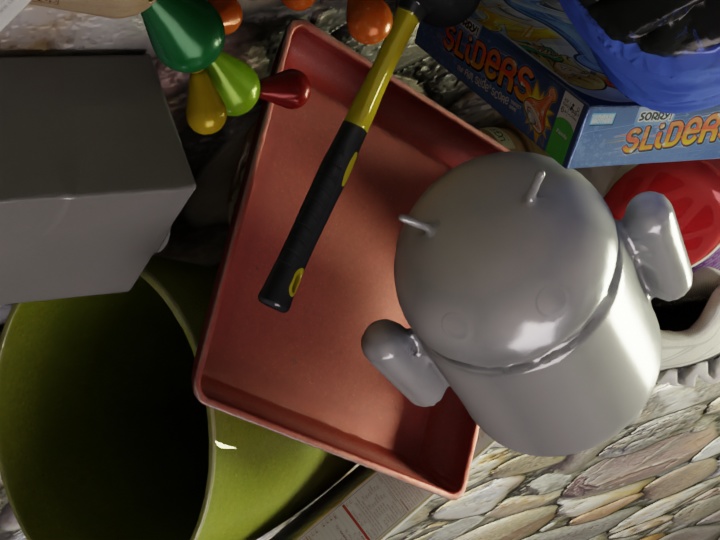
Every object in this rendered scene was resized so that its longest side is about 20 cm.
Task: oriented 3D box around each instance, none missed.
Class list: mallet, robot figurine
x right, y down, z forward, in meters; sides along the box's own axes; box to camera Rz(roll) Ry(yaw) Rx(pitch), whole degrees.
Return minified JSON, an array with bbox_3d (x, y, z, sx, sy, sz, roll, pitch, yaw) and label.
[{"bbox_3d":[0.004,-0.073,0.742,0.202,0.041,0.066,-67,158,2],"label":"mallet"},{"bbox_3d":[0.085,0.018,0.781,0.168,0.114,0.200,-27,141,6],"label":"robot figurine"}]

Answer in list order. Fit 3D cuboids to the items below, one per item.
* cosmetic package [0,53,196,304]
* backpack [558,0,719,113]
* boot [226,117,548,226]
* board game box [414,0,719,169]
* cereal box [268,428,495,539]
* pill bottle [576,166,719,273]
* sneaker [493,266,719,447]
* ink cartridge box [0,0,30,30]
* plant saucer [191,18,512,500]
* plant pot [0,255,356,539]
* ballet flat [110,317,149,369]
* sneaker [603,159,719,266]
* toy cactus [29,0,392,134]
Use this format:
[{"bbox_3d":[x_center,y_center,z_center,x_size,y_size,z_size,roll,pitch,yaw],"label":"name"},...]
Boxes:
[{"bbox_3d":[-0.189,-0.039,0.725,0.198,0.091,0.107,-8,154,-36],"label":"cosmetic package"},{"bbox_3d":[0.180,-0.158,0.686,0.198,0.164,0.168,-26,160,8],"label":"backpack"},{"bbox_3d":[0.005,-0.020,0.934,0.198,0.066,0.177,-5,124,-38],"label":"boot"},{"bbox_3d":[0.145,-0.104,0.807,0.198,0.135,0.035,-6,127,-35],"label":"board game box"},{"bbox_3d":[0.000,0.144,0.930,0.199,0.040,0.144,-37,177,-26],"label":"cereal box"},{"bbox_3d":[0.210,-0.043,1.035,0.111,0.112,0.200,-27,157,13],"label":"pill bottle"},{"bbox_3d":[0.154,0.051,0.998,0.198,0.076,0.081,-22,149,-4],"label":"sneaker"},{"bbox_3d":[-0.187,-0.158,0.533,0.160,0.048,0.199,-35,136,29],"label":"ink cartridge box"},{"bbox_3d":[0.000,0.000,0.823,0.036,0.202,0.199,-2,159,46],"label":"plant saucer"},{"bbox_3d":[-0.079,0.078,0.904,0.199,0.189,0.187,-4,153,-49],"label":"plant pot"},{"bbox_3d":[-0.219,0.065,0.974,0.198,0.068,0.046,-27,-170,5],"label":"ballet flat"},{"bbox_3d":[0.136,0.009,0.890,0.116,0.078,0.200,-49,-179,-36],"label":"sneaker"},{"bbox_3d":[-0.067,-0.121,0.658,0.163,0.103,0.200,-3,162,-16],"label":"toy cactus"}]
